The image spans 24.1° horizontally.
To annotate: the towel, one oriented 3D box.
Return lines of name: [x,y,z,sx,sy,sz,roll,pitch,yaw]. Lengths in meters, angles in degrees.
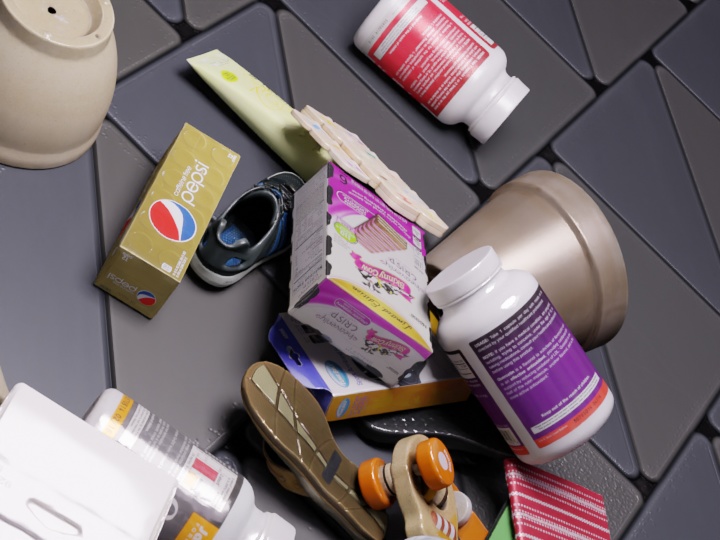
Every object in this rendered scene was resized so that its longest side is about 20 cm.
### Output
towel: [0.198,0.288,1.615,0.144,0.022,0.201,26,44,-36]

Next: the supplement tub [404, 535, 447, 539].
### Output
supplement tub: [0.026,0.324,1.421,0.123,0.123,0.200,46,40,5]

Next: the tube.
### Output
tube: [-0.099,-0.167,1.812,0.200,0.058,0.052,43,74,7]

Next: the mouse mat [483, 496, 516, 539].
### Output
mouse mat: [0.175,0.327,1.580,0.200,0.008,0.161,53,34,-8]

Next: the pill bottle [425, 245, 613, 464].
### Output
pill bottle: [0.149,0.079,1.618,0.201,0.112,0.112,56,39,-10]

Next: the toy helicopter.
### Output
toy helicopter: [0.078,0.250,1.568,0.132,0.079,0.201,5,65,-68]

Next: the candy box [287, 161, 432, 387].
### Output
candy box: [0.000,0.000,1.635,0.136,0.061,0.201,35,29,-24]

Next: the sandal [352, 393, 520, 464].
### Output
sandal: [0.085,0.159,1.677,0.199,0.048,0.076,11,43,-13]

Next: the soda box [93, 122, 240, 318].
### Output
soda box: [-0.185,-0.051,1.631,0.068,0.064,0.201,32,41,-11]

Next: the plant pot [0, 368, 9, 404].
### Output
plant pot: [-0.370,0.054,1.317,0.200,0.200,0.184,-22,80,-46]

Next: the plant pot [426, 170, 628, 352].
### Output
plant pot: [0.151,0.018,1.759,0.173,0.200,0.201,-24,70,-29]

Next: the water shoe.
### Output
water shoe: [-0.094,-0.052,1.691,0.071,0.079,0.200,41,40,0]

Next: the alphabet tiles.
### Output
alphabet tiles: [0.013,-0.108,1.792,0.195,0.015,0.200,30,13,-47]

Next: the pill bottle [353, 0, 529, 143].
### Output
pill bottle: [0.098,-0.247,1.986,0.200,0.112,0.112,42,40,0]

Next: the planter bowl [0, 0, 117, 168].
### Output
planter bowl: [-0.316,-0.218,1.622,0.199,0.135,0.201,22,44,-22]

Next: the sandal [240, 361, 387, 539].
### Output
sandal: [-0.051,0.176,1.550,0.200,0.054,0.080,53,33,-10]

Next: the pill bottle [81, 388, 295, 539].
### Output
pill bottle: [-0.160,0.197,1.393,0.200,0.116,0.117,35,41,-7]

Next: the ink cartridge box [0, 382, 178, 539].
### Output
ink cartridge box: [-0.254,0.216,1.238,0.147,0.200,0.145,32,41,-11]

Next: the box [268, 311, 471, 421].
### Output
box: [0.004,0.086,1.648,0.199,0.042,0.119,-6,44,-33]
